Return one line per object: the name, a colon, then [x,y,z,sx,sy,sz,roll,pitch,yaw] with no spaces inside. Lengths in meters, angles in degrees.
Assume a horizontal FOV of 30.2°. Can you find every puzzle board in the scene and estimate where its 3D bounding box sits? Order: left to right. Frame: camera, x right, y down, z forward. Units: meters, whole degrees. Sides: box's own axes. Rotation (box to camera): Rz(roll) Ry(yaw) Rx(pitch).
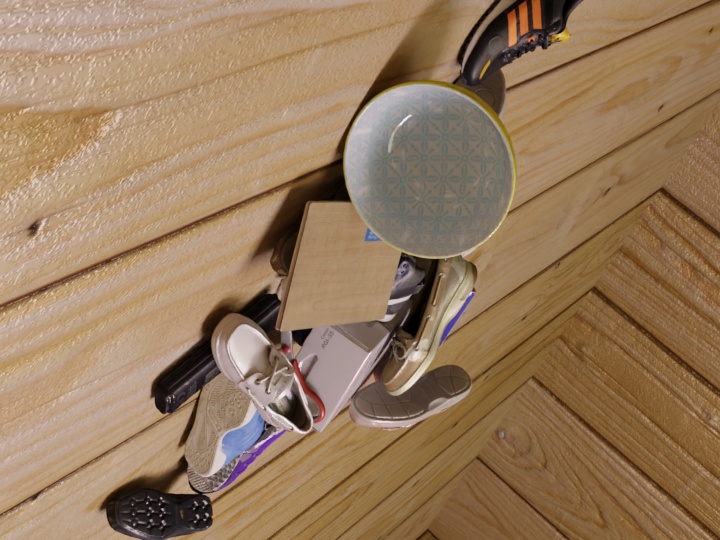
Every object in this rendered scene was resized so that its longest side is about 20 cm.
puzzle board: [-0.018,-0.009,1.559,0.199,0.017,0.153,-5,113,-53]

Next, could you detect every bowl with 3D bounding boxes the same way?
bowl: [0.089,-0.127,1.517,0.201,0.199,0.108,-58,176,27]

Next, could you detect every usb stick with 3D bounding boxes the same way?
usb stick: [-0.166,0.097,1.586,0.200,0.033,0.056,-41,163,-32]

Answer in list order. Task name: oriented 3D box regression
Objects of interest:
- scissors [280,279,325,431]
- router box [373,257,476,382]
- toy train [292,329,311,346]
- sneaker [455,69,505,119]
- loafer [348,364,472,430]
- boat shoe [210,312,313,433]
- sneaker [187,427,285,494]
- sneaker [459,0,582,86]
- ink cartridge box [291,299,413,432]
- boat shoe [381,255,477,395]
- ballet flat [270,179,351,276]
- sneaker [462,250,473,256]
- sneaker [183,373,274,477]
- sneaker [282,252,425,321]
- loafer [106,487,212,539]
scissors: [-0.097,0.110,1.680,0.014,0.072,0.203,-46,124,-59]
router box: [0.075,0.044,1.892,0.048,0.180,0.201,19,119,-24]
toy train: [-0.048,0.032,1.757,0.046,0.034,0.201,-29,153,-47]
sneaker: [0.138,-0.156,1.704,0.118,0.073,0.203,64,41,-75]
loafer: [0.066,0.185,1.830,0.198,0.072,0.063,-13,145,-34]
boat shoe: [-0.107,0.125,1.579,0.071,0.069,0.201,-51,138,-16]
sneaker: [-0.165,0.236,1.854,0.200,0.070,0.100,-40,168,-21]
sneaker: [0.205,-0.292,1.616,0.201,0.090,0.070,-51,164,0]
ink cartridge box: [-0.020,0.107,1.774,0.147,0.082,0.200,-59,173,25]
boat shoe: [0.077,0.067,1.741,0.202,0.063,0.073,-58,-157,9]
ballet flat: [-0.036,-0.057,1.572,0.200,0.068,0.046,-42,-158,-32]
sneaker: [0.111,-0.018,2.033,0.202,0.077,0.099,-60,157,0]
sneaker: [-0.152,0.175,1.718,0.111,0.077,0.201,-32,156,-46]
sneaker: [0.000,0.000,1.665,0.198,0.074,0.112,7,134,-47]
loafer: [-0.269,0.321,1.741,0.070,0.069,0.200,-13,165,26]
